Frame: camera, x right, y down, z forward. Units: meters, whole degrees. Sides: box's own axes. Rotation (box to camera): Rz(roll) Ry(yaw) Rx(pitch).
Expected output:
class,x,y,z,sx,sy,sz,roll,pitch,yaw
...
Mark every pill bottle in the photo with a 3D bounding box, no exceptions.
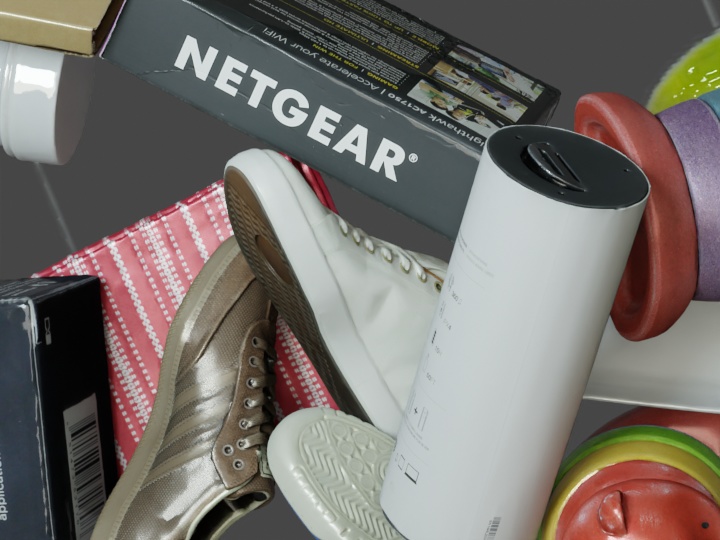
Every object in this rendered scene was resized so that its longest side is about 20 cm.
class,x,y,z,sx,sy,sz,roll,pitch,yaw
pill bottle,-0.241,-0.111,1.520,0.199,0.112,0.113,9,94,6

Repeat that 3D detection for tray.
class,x,y,z,sx,sy,sz,roll,pitch,yaw
tray,0.169,0.022,1.501,0.199,0.022,0.108,6,71,8

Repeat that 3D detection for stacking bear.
class,x,y,z,sx,sy,sz,roll,pitch,yaw
stacking bear,0.139,0.130,1.433,0.113,0.200,0.122,-5,92,8
stacking bear,0.220,-0.044,1.445,0.199,0.114,0.122,-11,93,-9

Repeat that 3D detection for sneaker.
class,x,y,z,sx,sy,sz,roll,pitch,yaw
sneaker,0.000,0.000,1.463,0.085,0.073,0.200,-39,131,-11
sneaker,-0.066,0.082,1.486,0.075,0.070,0.200,19,83,22
sneaker,0.014,0.160,1.493,0.200,0.077,0.111,39,138,-9

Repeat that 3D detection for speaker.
class,x,y,z,sx,sy,sz,roll,pitch,yaw
speaker,0.070,0.035,1.390,0.081,0.081,0.200,19,117,7

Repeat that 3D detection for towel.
class,x,y,z,sx,sy,sz,roll,pitch,yaw
towel,-0.087,0.040,1.551,0.200,0.022,0.145,-26,91,10

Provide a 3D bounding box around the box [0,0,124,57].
class,x,y,z,sx,sy,sz,roll,pitch,yaw
box,-0.205,-0.174,1.496,0.199,0.164,0.021,11,128,8

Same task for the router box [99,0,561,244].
class,x,y,z,sx,sy,sz,roll,pitch,yaw
router box,-0.011,-0.096,1.467,0.200,0.149,0.051,28,112,6

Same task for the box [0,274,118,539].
class,x,y,z,sx,sy,sz,roll,pitch,yaw
box,-0.232,0.109,1.514,0.199,0.117,0.197,-3,96,12
